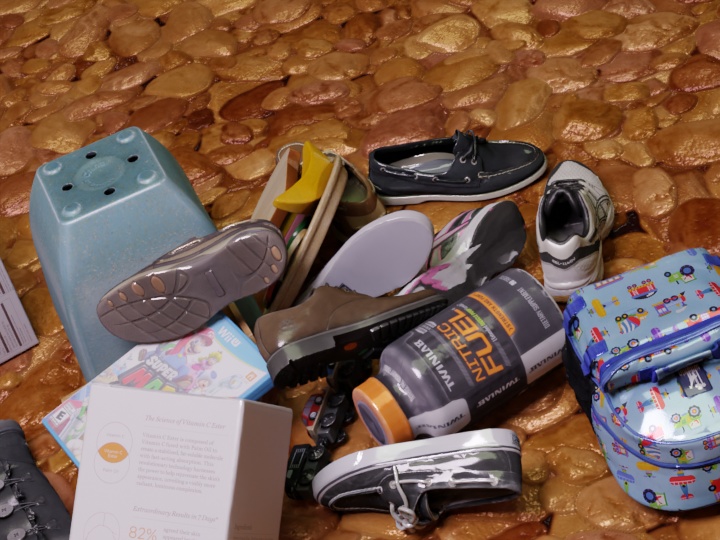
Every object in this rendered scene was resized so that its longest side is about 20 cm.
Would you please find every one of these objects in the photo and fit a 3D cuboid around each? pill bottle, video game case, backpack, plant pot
[{"bbox_3d":[0.091,0.091,1.558,0.199,0.107,0.106,-32,42,-16],"label":"pill bottle"},{"bbox_3d":[-0.188,0.121,1.581,0.200,0.018,0.143,-38,47,-12],"label":"video game case"},{"bbox_3d":[0.281,0.102,1.461,0.181,0.135,0.201,-17,43,1],"label":"backpack"},{"bbox_3d":[-0.239,-0.026,1.731,0.195,0.201,0.196,-24,41,-9],"label":"plant pot"}]

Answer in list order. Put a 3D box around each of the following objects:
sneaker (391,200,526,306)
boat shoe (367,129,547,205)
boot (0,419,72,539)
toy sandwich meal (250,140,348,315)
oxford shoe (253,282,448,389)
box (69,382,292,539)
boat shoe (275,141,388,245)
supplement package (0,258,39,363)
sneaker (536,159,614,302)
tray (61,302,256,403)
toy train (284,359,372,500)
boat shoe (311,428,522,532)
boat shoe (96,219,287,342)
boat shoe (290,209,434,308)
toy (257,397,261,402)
[{"bbox_3d":[0.082,0.010,1.694,0.200,0.081,0.086,-42,23,-25],"label":"sneaker"},{"bbox_3d":[0.102,-0.121,1.825,0.198,0.066,0.075,-4,41,15],"label":"boat shoe"},{"bbox_3d":[-0.362,0.243,1.580,0.164,0.066,0.200,-29,46,-12],"label":"boot"},{"bbox_3d":[-0.076,-0.045,1.716,0.070,0.206,0.206,25,46,-5],"label":"toy sandwich meal"},{"bbox_3d":[-0.008,0.041,1.572,0.199,0.073,0.085,-13,57,-29],"label":"oxford shoe"},{"bbox_3d":[-0.155,0.206,1.437,0.151,0.106,0.201,4,82,23],"label":"box"},{"bbox_3d":[-0.031,-0.098,1.838,0.075,0.074,0.200,-32,43,-18],"label":"boat shoe"},{"bbox_3d":[-0.454,0.000,1.808,0.110,0.156,0.200,-29,42,-15],"label":"supplement package"},{"bbox_3d":[0.217,-0.061,1.702,0.075,0.088,0.201,-9,39,12],"label":"sneaker"},{"bbox_3d":[-0.196,0.109,1.655,0.199,0.037,0.099,-31,25,-4],"label":"tray"},{"bbox_3d":[-0.033,0.139,1.605,0.046,0.034,0.201,-8,40,29],"label":"toy train"},{"bbox_3d":[0.050,0.195,1.483,0.198,0.074,0.068,-12,59,15],"label":"boat shoe"},{"bbox_3d":[-0.159,0.009,1.618,0.199,0.075,0.073,-20,21,10],"label":"boat shoe"},{"bbox_3d":[0.000,0.000,1.670,0.200,0.071,0.070,-45,14,29],"label":"boat shoe"},{"bbox_3d":[-0.142,0.165,1.592,0.115,0.047,0.200,-15,27,23],"label":"toy"}]
